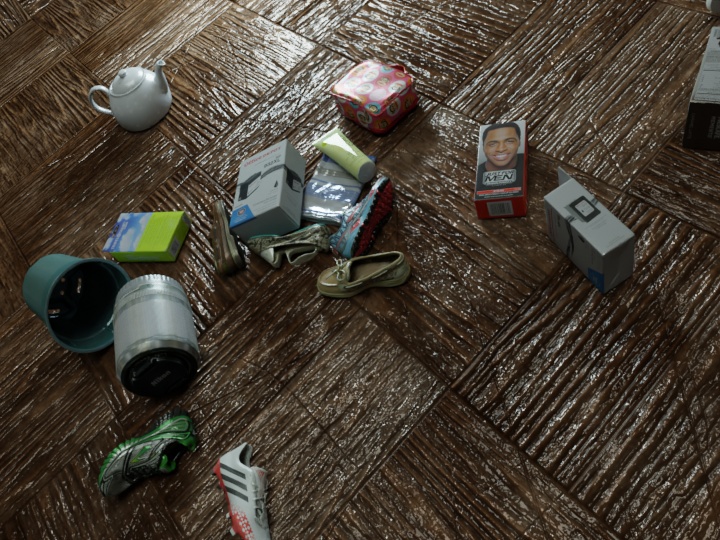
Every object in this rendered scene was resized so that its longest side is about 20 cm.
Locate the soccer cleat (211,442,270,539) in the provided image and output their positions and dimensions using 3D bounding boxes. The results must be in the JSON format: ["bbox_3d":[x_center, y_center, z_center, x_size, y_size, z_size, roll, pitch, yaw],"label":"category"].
[{"bbox_3d":[-0.182,0.378,1.025,0.085,0.069,0.201,-38,46,-3],"label":"soccer cleat"}]

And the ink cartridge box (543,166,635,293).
[{"bbox_3d":[0.385,-0.073,1.080,0.066,0.117,0.202,-31,50,-2],"label":"ink cartridge box"}]

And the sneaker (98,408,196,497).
[{"bbox_3d":[-0.388,0.343,1.125,0.198,0.079,0.085,-38,51,-8],"label":"sneaker"}]

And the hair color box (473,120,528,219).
[{"bbox_3d":[0.287,-0.205,1.249,0.098,0.062,0.205,-3,54,21],"label":"hair color box"}]

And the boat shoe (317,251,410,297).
[{"bbox_3d":[0.000,0.000,1.219,0.194,0.063,0.075,-13,52,14],"label":"boat shoe"}]

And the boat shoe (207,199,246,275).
[{"bbox_3d":[-0.317,-0.079,1.399,0.066,0.073,0.203,-25,50,1],"label":"boat shoe"}]

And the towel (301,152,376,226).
[{"bbox_3d":[-0.061,-0.192,1.408,0.143,0.024,0.204,12,62,28],"label":"towel"}]

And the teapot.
[{"bbox_3d":[-0.664,-0.520,1.809,0.194,0.147,0.202,24,68,34],"label":"teapot"}]

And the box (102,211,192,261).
[{"bbox_3d":[-0.518,-0.082,1.500,0.194,0.048,0.125,0,56,23],"label":"box"}]

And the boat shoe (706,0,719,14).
[{"bbox_3d":[0.812,-0.623,1.332,0.195,0.076,0.094,-23,44,-5],"label":"boat shoe"}]

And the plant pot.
[{"bbox_3d":[-0.639,0.055,1.370,0.192,0.202,0.203,15,62,38],"label":"plant pot"}]

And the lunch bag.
[{"bbox_3d":[0.041,-0.435,1.500,0.176,0.083,0.199,-43,51,-12],"label":"lunch bag"}]

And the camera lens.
[{"bbox_3d":[-0.408,0.132,1.229,0.156,0.161,0.203,-26,50,2],"label":"camera lens"}]

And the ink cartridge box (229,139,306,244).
[{"bbox_3d":[-0.207,-0.176,1.399,0.142,0.084,0.205,-19,50,26],"label":"ink cartridge box"}]

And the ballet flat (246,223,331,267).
[{"bbox_3d":[-0.155,-0.047,1.321,0.193,0.068,0.078,-9,68,13],"label":"ballet flat"}]

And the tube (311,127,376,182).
[{"bbox_3d":[-0.037,-0.269,1.412,0.200,0.057,0.053,47,124,42],"label":"tube"}]

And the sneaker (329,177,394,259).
[{"bbox_3d":[-0.001,-0.121,1.297,0.093,0.080,0.203,15,63,32],"label":"sneaker"}]

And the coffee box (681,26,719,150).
[{"bbox_3d":[0.670,-0.340,1.154,0.078,0.115,0.204,14,63,29],"label":"coffee box"}]
